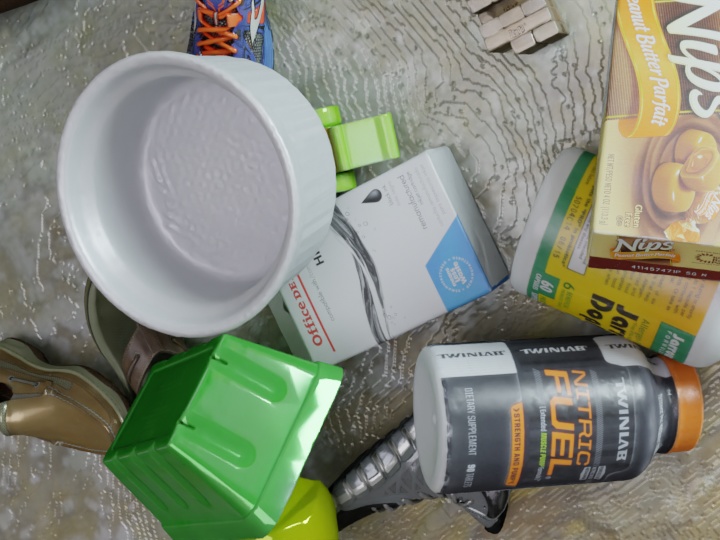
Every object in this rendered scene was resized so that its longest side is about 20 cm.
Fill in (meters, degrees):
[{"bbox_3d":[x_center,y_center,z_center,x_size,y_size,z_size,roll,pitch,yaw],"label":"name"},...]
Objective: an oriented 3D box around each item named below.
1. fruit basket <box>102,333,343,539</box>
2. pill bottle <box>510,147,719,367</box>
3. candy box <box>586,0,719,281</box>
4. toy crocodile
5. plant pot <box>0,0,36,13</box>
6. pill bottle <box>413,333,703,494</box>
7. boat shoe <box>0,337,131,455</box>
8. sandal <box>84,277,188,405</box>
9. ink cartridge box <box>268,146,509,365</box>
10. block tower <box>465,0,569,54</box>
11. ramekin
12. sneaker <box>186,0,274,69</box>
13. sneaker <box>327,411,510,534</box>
[{"bbox_3d":[-0.076,0.158,0.945,0.213,0.216,0.157,20,65,14],"label":"fruit basket"},{"bbox_3d":[0.215,-0.001,0.877,0.198,0.113,0.114,23,106,13],"label":"pill bottle"},{"bbox_3d":[0.218,-0.096,0.828,0.114,0.055,0.202,8,66,8],"label":"candy box"},{"bbox_3d":[-0.065,-0.088,0.983,0.197,0.062,0.069,-6,98,19],"label":"toy crocodile"},{"bbox_3d":[-0.336,-0.273,0.995,0.197,0.187,0.190,1,101,4],"label":"plant pot"},{"bbox_3d":[0.143,0.101,0.900,0.197,0.106,0.108,-3,100,-9],"label":"pill bottle"},{"bbox_3d":[-0.269,0.118,1.048,0.198,0.076,0.073,14,119,40],"label":"boat shoe"},{"bbox_3d":[-0.167,0.080,1.035,0.057,0.079,0.204,2,112,54],"label":"sandal"},{"bbox_3d":[0.000,0.000,0.974,0.198,0.068,0.117,-27,90,22],"label":"ink cartridge box"},{"bbox_3d":[0.084,-0.253,0.907,0.054,0.058,0.202,-24,90,20],"label":"block tower"},{"bbox_3d":[-0.113,-0.061,0.911,0.198,0.098,0.203,7,106,23],"label":"ramekin"},{"bbox_3d":[-0.104,-0.206,0.957,0.074,0.078,0.203,11,95,18],"label":"sneaker"},{"bbox_3d":[0.055,0.177,0.985,0.200,0.075,0.116,-43,87,19],"label":"sneaker"}]
